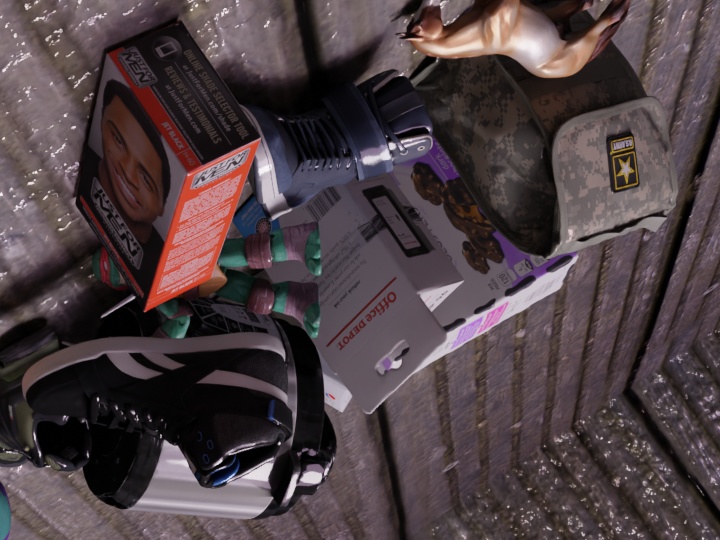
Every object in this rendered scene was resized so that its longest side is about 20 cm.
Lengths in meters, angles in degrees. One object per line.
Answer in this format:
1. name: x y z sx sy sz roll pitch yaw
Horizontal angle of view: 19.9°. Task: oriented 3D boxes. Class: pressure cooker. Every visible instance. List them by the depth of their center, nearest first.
1. pressure cooker: -0.118 0.118 1.704 0.199 0.177 0.179 9 159 -26

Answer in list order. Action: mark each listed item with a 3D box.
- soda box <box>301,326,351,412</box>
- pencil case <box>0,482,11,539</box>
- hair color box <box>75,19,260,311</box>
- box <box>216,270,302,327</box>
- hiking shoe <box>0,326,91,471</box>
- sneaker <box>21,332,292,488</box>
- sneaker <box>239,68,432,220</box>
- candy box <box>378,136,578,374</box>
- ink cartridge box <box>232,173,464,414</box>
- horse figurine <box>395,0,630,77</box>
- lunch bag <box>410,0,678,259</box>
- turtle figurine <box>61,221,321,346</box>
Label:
1. soda box: 0.008 0.022 1.839 0.201 0.068 0.064 -57 174 -22
2. pencil case: -0.357 0.199 1.714 0.093 0.085 0.200 -50 165 -5
3. hair color box: -0.132 -0.065 1.363 0.061 0.102 0.200 -27 162 -25
4. box: -0.104 0.078 1.914 0.082 0.069 0.200 -32 164 -13
5. hiking shoe: -0.267 0.131 1.668 0.075 0.101 0.200 -26 163 -26
6. sneaker: -0.148 0.110 1.518 0.199 0.112 0.073 -7 150 -7
7. sneaker: -0.022 -0.103 1.498 0.145 0.077 0.202 -23 174 0
8. candy box: 0.057 -0.019 1.772 0.199 0.168 0.072 -29 164 -20
9. ink cartridge box: 0.000 0.000 1.646 0.068 0.200 0.116 -14 155 -52
10. horse figurine: 0.136 -0.196 1.555 0.199 0.050 0.133 15 113 -44
11. lunch bag: 0.159 -0.110 1.654 0.164 0.201 0.118 -17 158 -45
12. turtle figurine: -0.130 0.007 1.550 0.199 0.101 0.150 -2 150 -4
